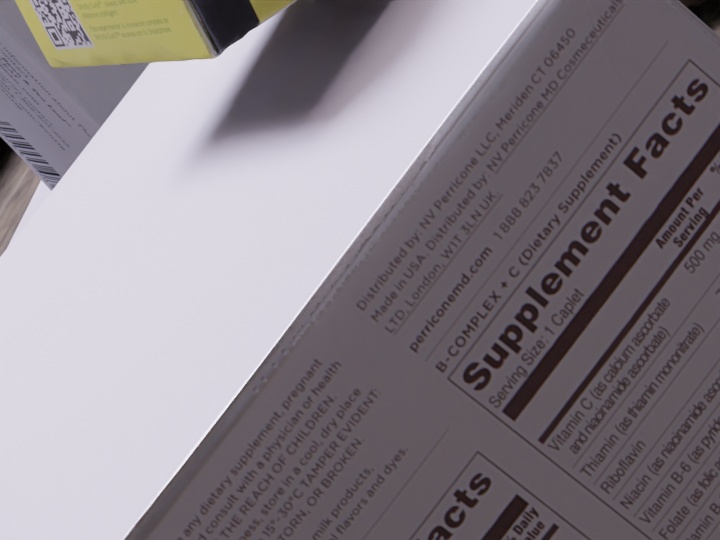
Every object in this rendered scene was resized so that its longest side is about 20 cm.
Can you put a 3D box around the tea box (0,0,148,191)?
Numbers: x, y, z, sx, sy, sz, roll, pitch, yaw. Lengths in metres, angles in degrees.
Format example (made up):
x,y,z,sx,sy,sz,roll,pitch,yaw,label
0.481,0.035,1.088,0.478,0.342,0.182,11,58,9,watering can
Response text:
x,y,z,sx,sy,sz,roll,pitch,yaw,label
-0.068,-0.146,0.890,0.197,0.200,0.134,-47,17,-13,tea box

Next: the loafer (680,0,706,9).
x,y,z,sx,sy,sz,roll,pitch,yaw,label
0.110,-0.129,0.674,0.200,0.067,0.076,-38,23,36,loafer

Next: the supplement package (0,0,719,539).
x,y,z,sx,sy,sz,roll,pitch,yaw,label
0.005,0.019,0.582,0.156,0.111,0.200,-52,18,-1,supplement package

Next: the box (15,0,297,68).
x,y,z,sx,sy,sz,roll,pitch,yaw,label
0.019,-0.111,0.583,0.200,0.050,0.075,-37,19,-25,box

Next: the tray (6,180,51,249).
x,y,z,sx,sy,sz,roll,pitch,yaw,label
-0.098,0.001,0.999,0.107,0.022,0.201,-33,26,43,tray
